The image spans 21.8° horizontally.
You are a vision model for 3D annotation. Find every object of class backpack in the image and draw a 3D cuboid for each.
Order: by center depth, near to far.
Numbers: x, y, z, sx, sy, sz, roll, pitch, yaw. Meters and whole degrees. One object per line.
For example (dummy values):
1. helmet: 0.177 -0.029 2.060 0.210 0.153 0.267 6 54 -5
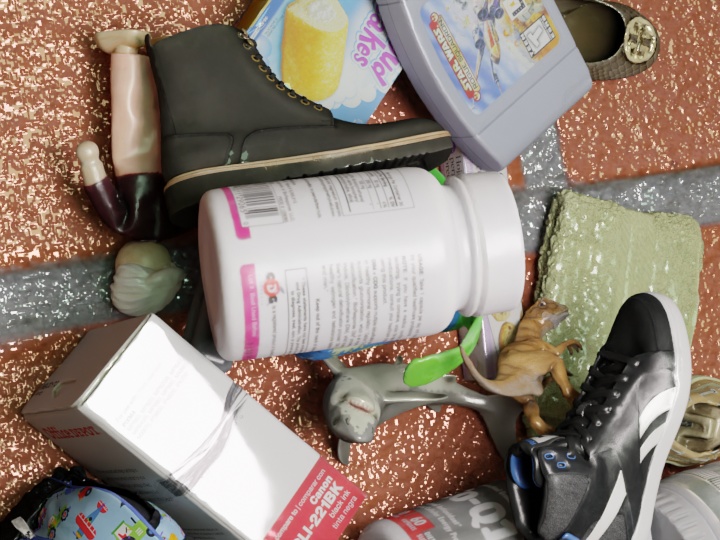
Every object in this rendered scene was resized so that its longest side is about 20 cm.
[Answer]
1. backpack: -0.160 0.226 1.220 0.135 0.200 0.183 -44 103 -22

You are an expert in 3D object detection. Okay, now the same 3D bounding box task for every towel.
1. towel: 0.200 0.043 1.490 0.148 0.036 0.200 11 82 -23

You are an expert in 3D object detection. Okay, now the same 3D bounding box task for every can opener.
1. can opener: -0.100 -0.021 1.322 0.066 0.053 0.200 15 70 -19

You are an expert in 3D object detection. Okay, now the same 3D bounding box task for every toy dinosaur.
1. toy dinosaur: 0.119 0.080 1.365 0.106 0.060 0.200 45 24 2

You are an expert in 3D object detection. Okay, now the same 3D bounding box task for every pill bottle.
1. pill bottle: 0.000 -0.008 1.230 0.200 0.113 0.113 -7 87 -11
2. pill bottle: 0.108 0.213 1.389 0.200 0.114 0.114 -15 91 -25

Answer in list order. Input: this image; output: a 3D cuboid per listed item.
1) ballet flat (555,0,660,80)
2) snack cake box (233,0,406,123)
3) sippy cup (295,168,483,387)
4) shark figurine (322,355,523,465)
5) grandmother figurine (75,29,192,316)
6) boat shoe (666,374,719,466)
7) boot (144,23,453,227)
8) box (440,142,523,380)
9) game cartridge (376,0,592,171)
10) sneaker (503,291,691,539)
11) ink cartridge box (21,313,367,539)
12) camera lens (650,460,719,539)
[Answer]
1. ballet flat: 0.157 -0.197 1.490 0.200 0.046 0.067 12 80 -23
2. snack cake box: -0.010 -0.198 1.404 0.115 0.067 0.200 38 71 -15
3. sippy cup: 0.000 0.000 1.348 0.130 0.178 0.140 -23 114 -24
4. shark figurine: 0.025 0.111 1.398 0.214 0.128 0.090 5 113 -46
5. grandmother figurine: -0.150 -0.066 1.335 0.121 0.061 0.200 4 86 -26
6. boat shoe: 0.263 0.121 1.441 0.200 0.076 0.072 -1 95 -52
7. boot: -0.046 -0.118 1.289 0.200 0.077 0.138 -10 74 -12
8. box: 0.094 -0.014 1.447 0.041 0.039 0.200 -4 86 -27
9. game cartridge: 0.087 -0.181 1.400 0.133 0.042 0.200 -45 116 -30
10. sneaker: 0.162 0.106 1.310 0.112 0.073 0.200 13 85 -32
11. ink cartridge box: -0.117 0.126 1.280 0.200 0.144 0.084 41 69 -16
12. camera lens: 0.310 0.223 1.453 0.200 0.160 0.160 -12 90 -25
